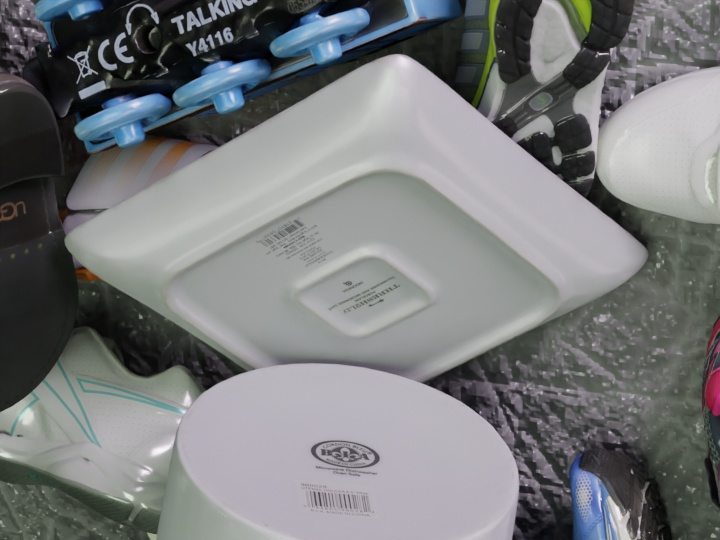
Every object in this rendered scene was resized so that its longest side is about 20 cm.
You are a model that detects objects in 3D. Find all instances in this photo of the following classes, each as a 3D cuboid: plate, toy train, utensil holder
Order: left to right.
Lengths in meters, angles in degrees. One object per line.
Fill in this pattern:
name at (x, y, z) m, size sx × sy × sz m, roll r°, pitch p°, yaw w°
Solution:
toy train at (-0.056, -0.114, 1.313) m, size 0.199 × 0.114 × 0.087 m, roll -21°, pitch 86°, yaw 25°
utensil holder at (-0.019, 0.166, 1.334) m, size 0.169 × 0.170 × 0.201 m, roll 15°, pitch 118°, yaw 12°
plate at (0.000, 0.000, 1.324) m, size 0.199 × 0.032 × 0.200 m, roll -27°, pitch 137°, yaw 28°

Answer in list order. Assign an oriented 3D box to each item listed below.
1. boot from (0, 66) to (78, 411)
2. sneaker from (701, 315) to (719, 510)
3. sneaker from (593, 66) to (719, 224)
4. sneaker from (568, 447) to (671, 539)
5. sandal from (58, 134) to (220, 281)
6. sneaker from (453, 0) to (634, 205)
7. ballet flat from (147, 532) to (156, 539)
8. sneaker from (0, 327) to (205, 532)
boot at (-0.200, -0.050, 1.369) m, size 0.174 × 0.069 × 0.201 m, roll 42°, pitch 134°, yaw 45°
sneaker at (0.199, 0.117, 1.346) m, size 0.080 × 0.075 × 0.201 m, roll -16°, pitch 106°, yaw 23°
sneaker at (0.196, -0.044, 1.280) m, size 0.200 × 0.080 × 0.071 m, roll 5°, pitch 114°, yaw 18°
sneaker at (0.101, 0.179, 1.402) m, size 0.089 × 0.079 × 0.201 m, roll 7°, pitch 113°, yaw 13°
sandal at (-0.127, -0.033, 1.390) m, size 0.206 × 0.079 × 0.059 m, roll -5°, pitch 112°, yaw 22°
sneaker at (0.075, -0.093, 1.308) m, size 0.074 × 0.081 × 0.200 m, roll 6°, pitch 135°, yaw -13°
ballet flat at (-0.085, 0.155, 1.457) m, size 0.070 × 0.067 × 0.200 m, roll 30°, pitch 118°, yaw 0°
sneaker at (-0.159, 0.067, 1.447) m, size 0.200 × 0.070 × 0.080 m, roll 17°, pitch 75°, yaw 26°
